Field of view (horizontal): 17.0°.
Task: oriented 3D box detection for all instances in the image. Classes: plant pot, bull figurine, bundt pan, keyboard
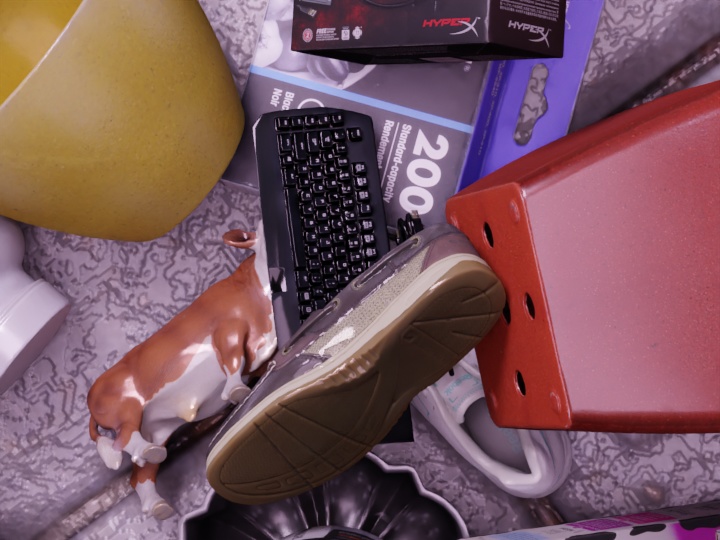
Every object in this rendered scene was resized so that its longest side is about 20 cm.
[{"bbox_3d":[-0.153,-0.097,1.412,0.142,0.200,0.200,39,95,-23],"label":"plant pot"},{"bbox_3d":[-0.086,0.054,1.434,0.065,0.122,0.200,33,116,-33],"label":"bull figurine"},{"bbox_3d":[0.158,0.003,1.347,0.175,0.200,0.201,-12,91,-15],"label":"plant pot"},{"bbox_3d":[-0.020,0.200,1.453,0.201,0.076,0.203,0,92,4],"label":"bundt pan"},{"bbox_3d":[0.000,0.000,1.386,0.104,0.040,0.201,-5,81,-18],"label":"keyboard"}]

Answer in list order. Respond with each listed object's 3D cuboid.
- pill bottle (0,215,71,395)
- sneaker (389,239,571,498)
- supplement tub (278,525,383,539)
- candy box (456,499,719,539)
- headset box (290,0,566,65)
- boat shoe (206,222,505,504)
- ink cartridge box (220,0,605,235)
[{"bbox_3d":[-0.275,-0.014,1.448,0.200,0.112,0.112,40,94,2],"label":"pill bottle"},{"bbox_3d":[0.053,0.054,1.441,0.070,0.080,0.200,-44,84,6],"label":"sneaker"},{"bbox_3d":[-0.023,0.212,1.316,0.122,0.200,0.123,0,91,4],"label":"supplement tub"},{"bbox_3d":[0.161,0.213,1.410,0.199,0.061,0.137,-5,92,-22],"label":"candy box"},{"bbox_3d":[0.042,-0.221,1.364,0.148,0.075,0.201,3,89,40],"label":"headset box"},{"bbox_3d":[-0.007,0.051,1.339,0.201,0.066,0.072,-40,128,15],"label":"boat shoe"},{"bbox_3d":[0.034,-0.121,1.455,0.199,0.043,0.199,15,92,3],"label":"ink cartridge box"}]
